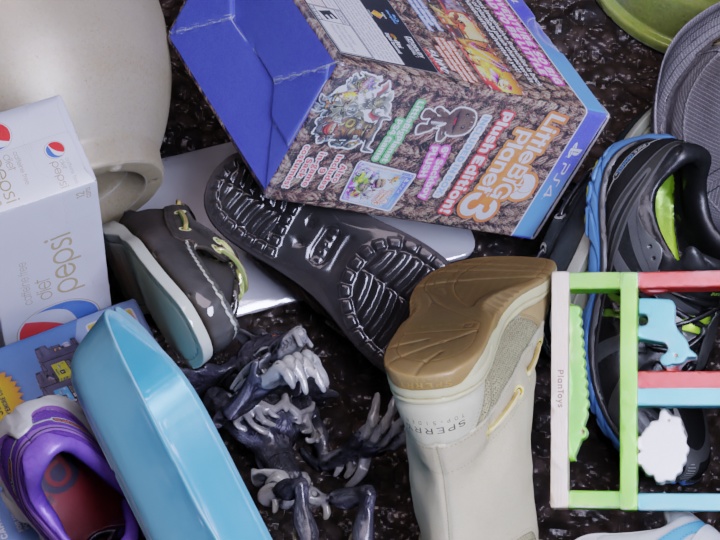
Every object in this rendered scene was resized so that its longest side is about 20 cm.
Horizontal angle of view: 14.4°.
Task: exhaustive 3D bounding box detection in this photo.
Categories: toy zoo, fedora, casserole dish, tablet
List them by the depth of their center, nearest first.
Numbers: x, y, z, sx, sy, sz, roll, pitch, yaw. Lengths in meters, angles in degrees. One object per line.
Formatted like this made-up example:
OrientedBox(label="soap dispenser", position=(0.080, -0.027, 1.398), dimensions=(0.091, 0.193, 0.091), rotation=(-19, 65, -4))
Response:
OrientedBox(label="casserole dish", position=(-0.094, 0.108, 1.482), dimensions=(0.039, 0.121, 0.200), rotation=(-32, 61, 7))
OrientedBox(label="toy zoo", position=(0.203, 0.065, 1.544), dimensions=(0.199, 0.020, 0.132), rotation=(-1, 82, 7))
OrientedBox(label="fedora", position=(0.268, -0.091, 1.674), dimensions=(0.200, 0.090, 0.177), rotation=(-23, 86, -27))
OrientedBox(label="tablet", position=(-0.042, -0.036, 1.738), dimensions=(0.200, 0.014, 0.130), rotation=(-15, 54, -8))

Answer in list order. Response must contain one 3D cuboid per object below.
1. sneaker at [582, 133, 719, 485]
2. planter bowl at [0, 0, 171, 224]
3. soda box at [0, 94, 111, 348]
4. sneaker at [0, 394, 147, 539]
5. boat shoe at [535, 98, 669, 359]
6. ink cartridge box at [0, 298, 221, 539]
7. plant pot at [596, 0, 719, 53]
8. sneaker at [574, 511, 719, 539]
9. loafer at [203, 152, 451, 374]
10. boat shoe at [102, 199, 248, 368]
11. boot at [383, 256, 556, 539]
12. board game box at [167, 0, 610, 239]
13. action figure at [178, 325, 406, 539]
OrientedBox(label="sneaker", position=(0.172, 0.021, 1.607), dimensions=(0.071, 0.083, 0.200), rotation=(3, 82, -39))
OrientedBox(label="planter bowl", position=(-0.193, -0.091, 1.688), dimensions=(0.200, 0.200, 0.135), rotation=(-21, 75, -13))
OrientedBox(label="soda box", position=(-0.182, -0.011, 1.606), dimensions=(0.068, 0.200, 0.064), rotation=(-19, 61, -12))
OrientedBox(label="sneaker", position=(-0.125, 0.158, 1.499), dimensions=(0.081, 0.200, 0.083), rotation=(-41, 20, -4))
OrientedBox(label="boat shoe", position=(0.143, -0.025, 1.691), dimensions=(0.066, 0.075, 0.200), rotation=(-5, 49, 44))
OrientedBox(label="ink cartridge box", position=(-0.190, 0.117, 1.592), dimensions=(0.200, 0.076, 0.137), rotation=(-22, 55, -12))
OrientedBox(label="plant pot", position=(0.241, -0.262, 1.791), dimensions=(0.200, 0.184, 0.201), rotation=(-1, 52, 1))
OrientedBox(label="sneaker", position=(0.117, 0.194, 1.525), dimensions=(0.200, 0.077, 0.081), rotation=(-21, 51, -23))
OrientedBox(label="loafer", position=(0.000, 0.000, 1.666), dimensions=(0.200, 0.071, 0.073), rotation=(41, 89, 5))
OrientedBox(label="boat shoe", position=(-0.098, 0.000, 1.613), dimensions=(0.060, 0.072, 0.201), rotation=(-24, 19, -11))
OrientedBox(label="boot", position=(0.070, 0.086, 1.564), dimensions=(0.073, 0.156, 0.200), rotation=(-3, 19, 17))
OrientedBox(label="board game box", position=(0.015, -0.115, 1.673), dimensions=(0.200, 0.097, 0.160), rotation=(8, 35, -36))
OrientedBox(label="action figure", position=(-0.026, 0.092, 1.579), dimensions=(0.119, 0.102, 0.200), rotation=(14, 44, -44))
